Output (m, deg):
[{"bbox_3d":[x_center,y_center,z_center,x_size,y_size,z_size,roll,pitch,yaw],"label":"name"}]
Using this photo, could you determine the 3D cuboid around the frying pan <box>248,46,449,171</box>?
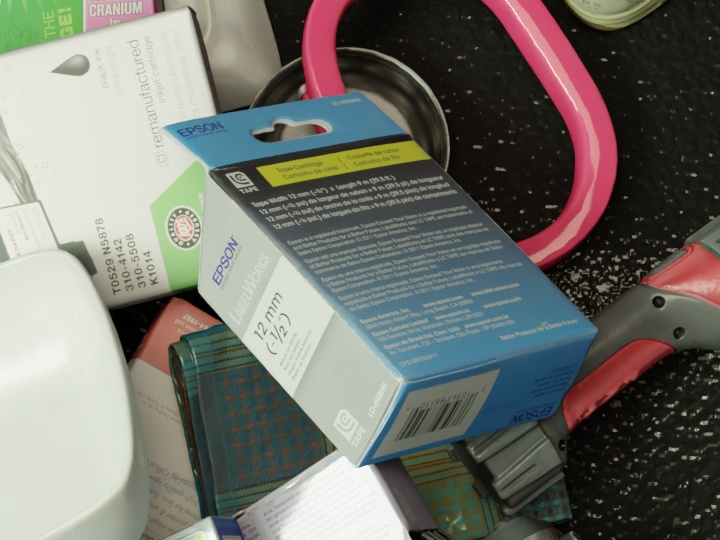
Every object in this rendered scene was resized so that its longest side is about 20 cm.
[{"bbox_3d":[0.016,-0.038,1.613,0.115,0.031,0.190,-40,81,-6],"label":"frying pan"}]

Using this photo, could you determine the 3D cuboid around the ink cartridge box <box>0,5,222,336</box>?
[{"bbox_3d":[-0.166,-0.044,1.546,0.200,0.084,0.146,-15,92,0],"label":"ink cartridge box"}]

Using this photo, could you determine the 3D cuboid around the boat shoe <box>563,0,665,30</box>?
[{"bbox_3d":[0.191,-0.213,1.611,0.074,0.066,0.200,43,86,14],"label":"boat shoe"}]

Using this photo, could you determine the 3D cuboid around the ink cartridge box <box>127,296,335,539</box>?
[{"bbox_3d":[-0.102,0.129,1.558,0.116,0.067,0.200,31,82,-5],"label":"ink cartridge box"}]

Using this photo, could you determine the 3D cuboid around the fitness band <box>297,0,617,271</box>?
[{"bbox_3d":[0.052,-0.088,1.599,0.144,0.037,0.200,-30,83,-16],"label":"fitness band"}]

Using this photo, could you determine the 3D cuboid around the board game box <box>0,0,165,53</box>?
[{"bbox_3d":[-0.188,-0.169,1.635,0.153,0.040,0.200,-9,77,6],"label":"board game box"}]

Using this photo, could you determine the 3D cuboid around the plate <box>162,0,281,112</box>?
[{"bbox_3d":[-0.161,-0.169,1.669,0.200,0.032,0.200,-15,75,4],"label":"plate"}]

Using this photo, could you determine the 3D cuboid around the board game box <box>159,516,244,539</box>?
[{"bbox_3d":[-0.115,0.249,1.426,0.199,0.043,0.200,-25,77,14],"label":"board game box"}]

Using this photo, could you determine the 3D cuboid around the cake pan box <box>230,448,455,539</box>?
[{"bbox_3d":[-0.023,0.205,1.445,0.200,0.052,0.184,-35,77,16],"label":"cake pan box"}]

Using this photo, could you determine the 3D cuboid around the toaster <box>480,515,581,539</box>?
[{"bbox_3d":[0.055,0.227,1.504,0.200,0.114,0.129,-37,77,5],"label":"toaster"}]

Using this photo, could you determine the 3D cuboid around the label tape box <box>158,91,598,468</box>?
[{"bbox_3d":[0.000,0.000,1.479,0.200,0.143,0.066,45,128,30],"label":"label tape box"}]

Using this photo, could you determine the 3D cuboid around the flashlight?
[{"bbox_3d":[0.139,0.051,1.542,0.200,0.068,0.068,-39,49,-13],"label":"flashlight"}]

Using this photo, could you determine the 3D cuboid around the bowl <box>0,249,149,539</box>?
[{"bbox_3d":[-0.193,0.101,1.441,0.200,0.075,0.200,-26,43,6],"label":"bowl"}]

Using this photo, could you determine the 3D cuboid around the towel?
[{"bbox_3d":[0.007,0.085,1.536,0.200,0.022,0.147,-12,93,-18],"label":"towel"}]
